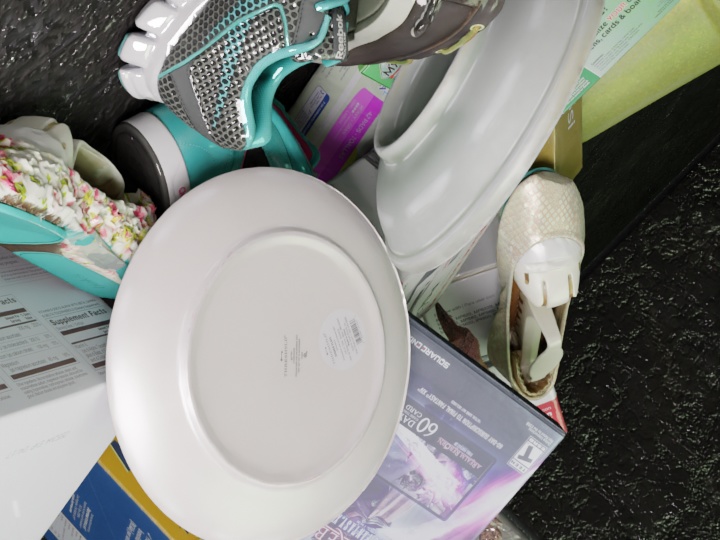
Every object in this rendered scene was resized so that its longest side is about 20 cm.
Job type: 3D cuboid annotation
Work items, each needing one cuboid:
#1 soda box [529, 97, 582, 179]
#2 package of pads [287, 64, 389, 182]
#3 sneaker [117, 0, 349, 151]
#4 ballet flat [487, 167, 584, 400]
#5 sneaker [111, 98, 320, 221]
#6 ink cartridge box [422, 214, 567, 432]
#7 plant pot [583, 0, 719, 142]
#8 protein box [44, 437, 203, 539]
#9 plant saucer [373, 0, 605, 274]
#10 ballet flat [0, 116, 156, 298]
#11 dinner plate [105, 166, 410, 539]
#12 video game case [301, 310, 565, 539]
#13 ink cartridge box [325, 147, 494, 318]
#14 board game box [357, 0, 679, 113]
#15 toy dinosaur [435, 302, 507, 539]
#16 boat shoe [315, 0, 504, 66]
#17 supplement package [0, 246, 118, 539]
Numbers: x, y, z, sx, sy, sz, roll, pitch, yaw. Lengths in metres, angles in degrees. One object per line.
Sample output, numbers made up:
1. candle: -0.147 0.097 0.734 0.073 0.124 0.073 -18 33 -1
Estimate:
1. soda box: 0.112 -0.151 1.014 0.064 0.067 0.202 -48 139 -51
2. package of pads: 0.018 -0.110 1.062 0.155 0.068 0.199 -54 166 27
3. sneaker: -0.030 -0.143 0.728 0.201 0.091 0.077 -52 168 20
4. ballet flat: 0.130 0.016 1.042 0.067 0.063 0.201 -15 140 -12
5. sneaker: -0.084 -0.048 0.882 0.120 0.084 0.201 -31 161 -23
6. ink cartridge box: 0.093 0.030 1.198 0.083 0.145 0.201 -19 130 4
7. plant pot: 0.207 -0.206 1.192 0.184 0.201 0.200 -37 170 10
8. protein box: -0.132 0.155 1.062 0.135 0.200 0.199 -39 166 -32
9. plant saucer: 0.054 -0.097 0.797 0.201 0.050 0.201 -55 -164 24
10. ballet flat: -0.152 -0.037 0.718 0.200 0.075 0.065 49 48 -72
11. dinner plate: -0.043 0.047 0.785 0.024 0.202 0.200 1 -147 49
12. video game case: 0.014 0.138 0.924 0.201 0.142 0.019 -51 -156 8
13. ink cartridge box: 0.000 0.000 0.959 0.200 0.085 0.146 -43 169 -46
14. board game box: 0.109 -0.165 0.891 0.200 0.134 0.029 -44 -145 32
15. toy dinosaur: 0.055 0.100 1.012 0.136 0.085 0.202 64 36 -58
16. boat shoe: 0.016 -0.141 0.786 0.201 0.060 0.073 -158 -101 -73
17. supplement package: -0.219 0.082 0.734 0.156 0.111 0.200 -52 167 18
